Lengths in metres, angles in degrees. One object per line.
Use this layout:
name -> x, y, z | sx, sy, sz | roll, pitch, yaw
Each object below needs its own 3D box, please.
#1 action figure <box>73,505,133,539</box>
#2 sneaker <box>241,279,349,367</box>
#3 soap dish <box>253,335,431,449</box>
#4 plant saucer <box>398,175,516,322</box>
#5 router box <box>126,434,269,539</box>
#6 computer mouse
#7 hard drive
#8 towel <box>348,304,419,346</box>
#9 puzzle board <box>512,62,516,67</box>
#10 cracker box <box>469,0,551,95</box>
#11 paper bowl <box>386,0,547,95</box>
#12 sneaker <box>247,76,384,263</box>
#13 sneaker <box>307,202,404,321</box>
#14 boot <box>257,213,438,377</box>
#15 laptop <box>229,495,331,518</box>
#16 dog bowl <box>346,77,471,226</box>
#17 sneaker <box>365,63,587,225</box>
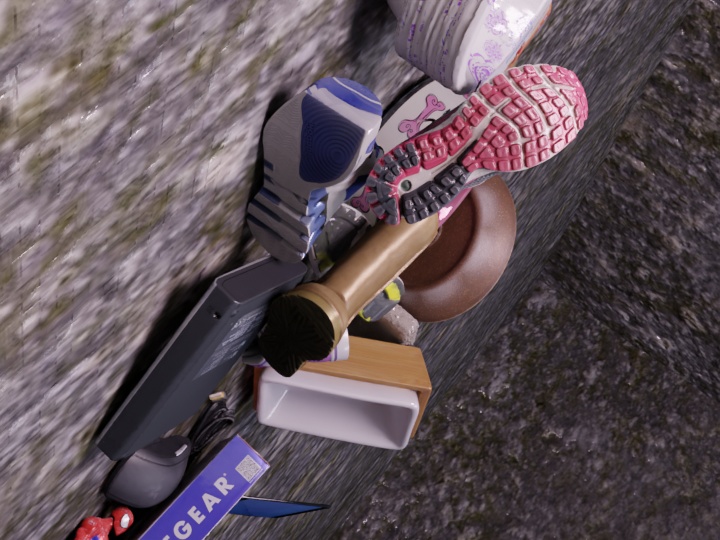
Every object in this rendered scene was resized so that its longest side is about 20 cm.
action figure -> -0.287, 0.299, 1.126 | 0.200, 0.052, 0.066 | -50, 164, -33
sneaker -> -0.082, 0.055, 1.242 | 0.200, 0.114, 0.073 | -150, -128, -80
soap dish -> -0.023, 0.135, 1.383 | 0.158, 0.199, 0.082 | 101, -1, -61
plant saucer -> 0.084, -0.041, 1.372 | 0.037, 0.200, 0.201 | 28, 99, -47
router box -> -0.192, 0.266, 1.256 | 0.200, 0.049, 0.179 | -47, -178, -16
computer mouse -> -0.181, 0.185, 1.218 | 0.141, 0.046, 0.200 | -53, 168, -1
hard drive -> -0.139, 0.074, 1.048 | 0.200, 0.033, 0.139 | -51, 171, 24
towel -> 0.008, 0.066, 1.434 | 0.034, 0.132, 0.200 | -45, 166, -23
puzzle board -> 0.134, -0.198, 1.492 | 0.200, 0.017, 0.151 | -50, 168, -22
cracker box -> 0.143, -0.269, 1.226 | 0.134, 0.058, 0.200 | -54, 168, -5
paper bowl -> 0.096, -0.253, 0.970 | 0.201, 0.104, 0.201 | -52, 168, -16
sneaker -> -0.027, -0.103, 0.993 | 0.115, 0.080, 0.200 | -51, 175, -36
sneaker -> -0.024, -0.017, 1.235 | 0.074, 0.085, 0.200 | -43, 144, -9
boot -> 0.000, 0.000, 1.089 | 0.200, 0.066, 0.175 | -43, -177, -26
laptop -> -0.162, 0.327, 1.408 | 0.200, 0.103, 0.177 | -49, -171, -29
dog bowl -> 0.065, -0.107, 1.271 | 0.200, 0.074, 0.200 | -44, 162, -18
sneaker -> 0.091, -0.110, 0.984 | 0.199, 0.081, 0.075 | -25, -170, 5
